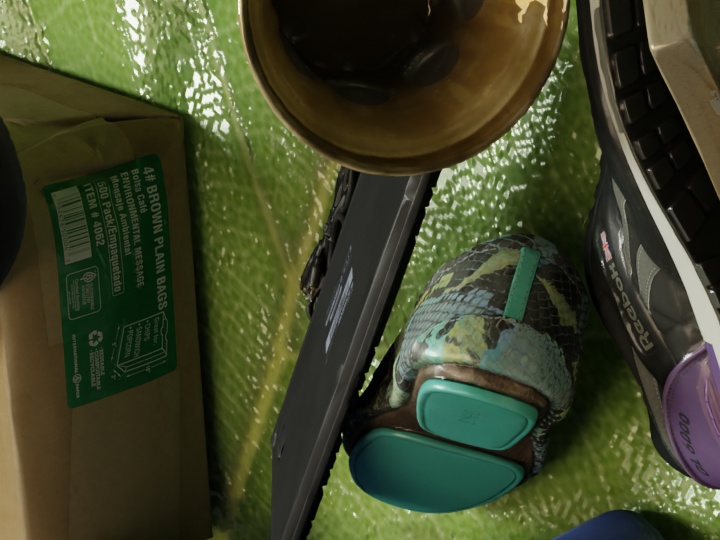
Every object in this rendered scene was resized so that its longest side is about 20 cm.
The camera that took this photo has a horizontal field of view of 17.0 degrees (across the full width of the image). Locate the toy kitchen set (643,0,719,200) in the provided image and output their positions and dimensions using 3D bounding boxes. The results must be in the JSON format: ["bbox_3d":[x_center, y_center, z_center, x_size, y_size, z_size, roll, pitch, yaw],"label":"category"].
[{"bbox_3d":[0.175,-0.073,0.631,0.163,0.181,0.200,-16,137,16],"label":"toy kitchen set"}]

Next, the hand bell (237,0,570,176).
[{"bbox_3d":[-0.024,-0.097,0.773,0.200,0.104,0.105,-154,51,-64],"label":"hand bell"}]

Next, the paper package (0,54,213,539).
[{"bbox_3d":[-0.161,0.019,1.038,0.190,0.103,0.201,20,121,42],"label":"paper package"}]

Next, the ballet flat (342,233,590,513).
[{"bbox_3d":[0.039,0.036,0.828,0.074,0.074,0.200,62,164,8],"label":"ballet flat"}]

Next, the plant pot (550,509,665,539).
[{"bbox_3d":[0.036,0.200,0.820,0.180,0.200,0.201,-30,84,45],"label":"plant pot"}]

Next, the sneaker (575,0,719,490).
[{"bbox_3d":[0.092,-0.023,0.742,0.087,0.076,0.201,-7,102,57],"label":"sneaker"}]

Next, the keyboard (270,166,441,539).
[{"bbox_3d":[0.000,0.000,0.851,0.127,0.021,0.200,-92,18,-51],"label":"keyboard"}]

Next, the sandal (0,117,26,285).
[{"bbox_3d":[-0.177,-0.003,0.929,0.076,0.043,0.200,48,137,22],"label":"sandal"}]
